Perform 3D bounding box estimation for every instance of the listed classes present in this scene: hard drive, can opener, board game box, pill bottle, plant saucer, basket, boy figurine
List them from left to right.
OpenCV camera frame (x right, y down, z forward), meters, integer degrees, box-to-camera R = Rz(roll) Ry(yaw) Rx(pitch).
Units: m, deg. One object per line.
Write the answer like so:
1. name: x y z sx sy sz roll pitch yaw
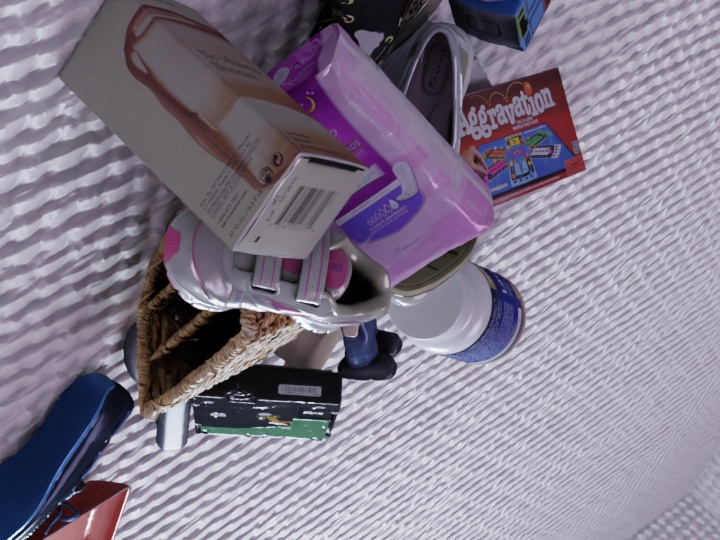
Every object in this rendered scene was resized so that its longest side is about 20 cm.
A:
1. plant saucer: -0.329 0.290 1.530 0.199 0.037 0.200 -31 162 -32
2. can opener: -0.196 0.105 1.485 0.067 0.053 0.200 -3 143 -12
3. basket: -0.121 0.011 1.297 0.149 0.143 0.200 -27 174 -41
4. hard drive: -0.092 0.128 1.497 0.139 0.038 0.200 4 163 -3
5. boy figurine: 0.000 0.000 1.411 0.124 0.064 0.200 -72 162 -54
6. pill bottle: 0.110 0.045 1.790 0.116 0.116 0.200 -50 157 9
7. board game box: 0.133 -0.118 1.401 0.019 0.103 0.200 -13 -173 42

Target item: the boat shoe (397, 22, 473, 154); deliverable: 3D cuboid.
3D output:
1. boat shoe: 0.049 -0.107 1.291 0.065 0.074 0.202 -40 145 -78

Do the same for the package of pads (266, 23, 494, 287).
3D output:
1. package of pads: 0.001 -0.084 1.213 0.120 0.200 0.076 -34 -155 25

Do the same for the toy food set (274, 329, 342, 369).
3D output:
1. toy food set: -0.049 0.043 1.541 0.144 0.060 0.200 -59 172 -14

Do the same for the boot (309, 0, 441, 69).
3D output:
1. boot: -0.022 -0.204 1.231 0.204 0.073 0.154 -50 155 -5

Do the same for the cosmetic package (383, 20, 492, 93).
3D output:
1. cosmetic package: 0.072 -0.147 1.463 0.107 0.090 0.200 -46 154 -1

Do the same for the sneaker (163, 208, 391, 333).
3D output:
1. sneaker: -0.054 -0.005 1.151 0.200 0.088 0.082 13 76 -41

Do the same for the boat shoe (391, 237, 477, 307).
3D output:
1. boat shoe: 0.070 -0.029 1.390 0.200 0.075 0.068 -54 166 -41

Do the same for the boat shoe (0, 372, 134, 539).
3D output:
1. boat shoe: -0.276 0.189 1.422 0.200 0.084 0.069 -46 145 7

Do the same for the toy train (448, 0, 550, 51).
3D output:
1. toy train: 0.120 -0.275 1.298 0.114 0.087 0.200 -65 161 -16

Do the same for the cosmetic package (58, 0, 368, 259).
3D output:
1. cosmetic package: -0.104 -0.104 1.093 0.087 0.200 0.103 -54 156 16
